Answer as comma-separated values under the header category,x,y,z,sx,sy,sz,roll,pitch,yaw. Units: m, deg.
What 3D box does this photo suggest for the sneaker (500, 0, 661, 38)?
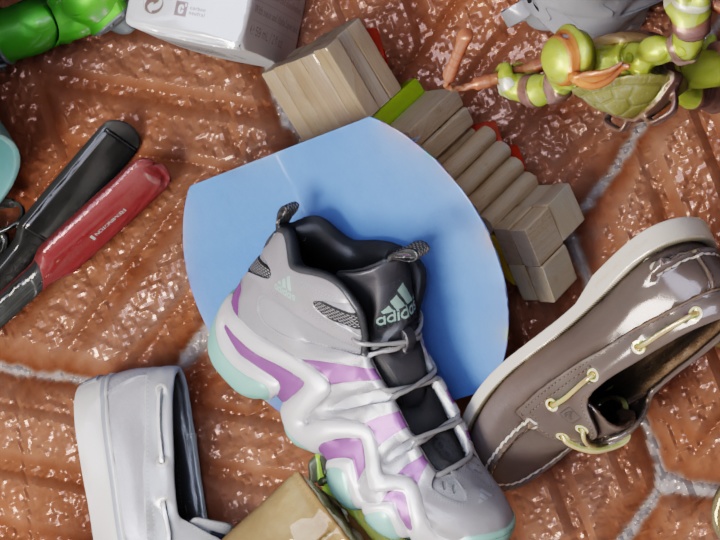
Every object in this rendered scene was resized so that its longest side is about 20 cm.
category,x,y,z,sx,sy,sz,roll,pitch,yaw
sneaker,0.163,-0.181,1.554,0.200,0.115,0.075,-24,79,-23

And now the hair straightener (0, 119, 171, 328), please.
category,x,y,z,sx,sy,sz,roll,pitch,yaw
hair straightener,-0.195,-0.011,1.659,0.200,0.041,0.077,-46,55,13

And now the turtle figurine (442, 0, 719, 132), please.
category,x,y,z,sx,sy,sz,roll,pitch,yaw
turtle figurine,0.151,-0.105,1.490,0.200,0.161,0.065,-24,71,49

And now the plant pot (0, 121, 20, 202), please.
category,x,y,z,sx,sy,sz,roll,pitch,yaw
plant pot,-0.306,-0.087,1.587,0.200,0.201,0.161,-31,74,11

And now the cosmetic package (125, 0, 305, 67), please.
category,x,y,z,sx,sy,sz,roll,pitch,yaw
cosmetic package,-0.061,-0.217,1.600,0.074,0.102,0.200,13,91,15

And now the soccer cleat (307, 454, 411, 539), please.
category,x,y,z,sx,sy,sz,roll,pitch,yaw
soccer cleat,0.037,0.164,1.575,0.084,0.065,0.200,-23,77,-13

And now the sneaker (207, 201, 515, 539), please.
category,x,y,z,sx,sy,sz,roll,pitch,yaw
sneaker,0.016,0.045,1.509,0.200,0.078,0.140,38,128,16

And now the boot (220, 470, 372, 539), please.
category,x,y,z,sx,sy,sz,roll,pitch,yaw
boot,-0.098,0.172,1.530,0.200,0.066,0.175,-40,99,10

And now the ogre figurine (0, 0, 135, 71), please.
category,x,y,z,sx,sy,sz,roll,pitch,yaw
ogre figurine,-0.184,-0.204,1.630,0.120,0.098,0.201,3,92,9

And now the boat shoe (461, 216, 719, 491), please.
category,x,y,z,sx,sy,sz,roll,pitch,yaw
boat shoe,0.122,0.056,1.515,0.200,0.072,0.060,-48,56,33

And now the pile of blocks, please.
category,x,y,z,sx,sy,sz,roll,pitch,yaw
pile of blocks,0.042,-0.061,1.590,0.200,0.082,0.062,43,52,5

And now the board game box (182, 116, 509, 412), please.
category,x,y,z,sx,sy,sz,roll,pitch,yaw
board game box,0.000,0.000,1.579,0.200,0.039,0.158,-19,102,38

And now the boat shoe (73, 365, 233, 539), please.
category,x,y,z,sx,sy,sz,roll,pitch,yaw
boat shoe,-0.101,0.149,1.605,0.068,0.072,0.200,-16,73,13

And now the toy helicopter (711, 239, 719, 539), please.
category,x,y,z,sx,sy,sz,roll,pitch,yaw
toy helicopter,0.235,0.056,1.528,0.132,0.079,0.200,15,101,6
